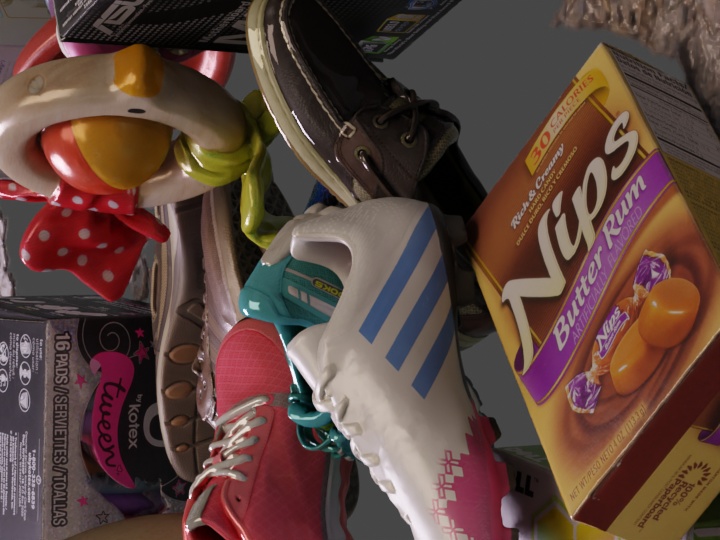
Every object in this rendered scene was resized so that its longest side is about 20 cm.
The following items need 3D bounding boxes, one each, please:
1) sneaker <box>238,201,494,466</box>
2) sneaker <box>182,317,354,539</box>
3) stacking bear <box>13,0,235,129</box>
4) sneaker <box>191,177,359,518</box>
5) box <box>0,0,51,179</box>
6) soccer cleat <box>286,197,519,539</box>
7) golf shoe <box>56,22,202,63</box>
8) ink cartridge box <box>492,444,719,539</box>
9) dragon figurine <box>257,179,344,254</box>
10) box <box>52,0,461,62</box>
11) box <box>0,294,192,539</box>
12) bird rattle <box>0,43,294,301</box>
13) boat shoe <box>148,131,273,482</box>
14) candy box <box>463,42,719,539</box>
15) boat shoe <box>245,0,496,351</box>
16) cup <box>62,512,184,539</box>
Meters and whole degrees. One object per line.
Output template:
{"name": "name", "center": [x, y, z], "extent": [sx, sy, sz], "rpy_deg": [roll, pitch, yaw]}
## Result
{"name": "sneaker", "center": [0.000, 0.060, 1.285], "extent": [0.077, 0.080, 0.201], "rpy_deg": [14, 142, 49]}
{"name": "sneaker", "center": [-0.049, 0.107, 1.312], "extent": [0.074, 0.087, 0.201], "rpy_deg": [-34, 56, 37]}
{"name": "stacking bear", "center": [-0.139, -0.199, 1.537], "extent": [0.114, 0.121, 0.201], "rpy_deg": [-43, 47, 39]}
{"name": "sneaker", "center": [-0.063, 0.046, 1.427], "extent": [0.075, 0.070, 0.201], "rpy_deg": [-19, 80, 33]}
{"name": "box", "center": [-0.246, -0.124, 1.611], "extent": [0.102, 0.199, 0.113], "rpy_deg": [59, 136, 38]}
{"name": "soccer cleat", "center": [0.014, 0.062, 1.177], "extent": [0.070, 0.086, 0.201], "rpy_deg": [107, 156, -62]}
{"name": "golf shoe", "center": [-0.101, -0.160, 1.406], "extent": [0.091, 0.200, 0.076], "rpy_deg": [-6, 120, 44]}
{"name": "ink cartridge box", "center": [0.123, 0.091, 1.162], "extent": [0.148, 0.075, 0.201], "rpy_deg": [16, 106, 56]}
{"name": "dragon figurine", "center": [0.000, 0.000, 1.365], "extent": [0.099, 0.059, 0.201], "rpy_deg": [-39, 58, 51]}
{"name": "box", "center": [-0.021, -0.163, 1.271], "extent": [0.200, 0.192, 0.048], "rpy_deg": [-36, 61, 50]}
{"name": "box", "center": [-0.163, 0.119, 1.569], "extent": [0.132, 0.114, 0.201], "rpy_deg": [9, 99, 55]}
{"name": "bird rattle", "center": [-0.117, -0.066, 1.344], "extent": [0.199, 0.163, 0.113], "rpy_deg": [-5, 65, 33]}
{"name": "boat shoe", "center": [-0.081, 0.016, 1.493], "extent": [0.073, 0.074, 0.201], "rpy_deg": [-151, 64, -74]}
{"name": "candy box", "center": [0.114, 0.008, 1.126], "extent": [0.117, 0.056, 0.200], "rpy_deg": [-54, 28, 24]}
{"name": "boat shoe", "center": [0.020, -0.056, 1.278], "extent": [0.065, 0.073, 0.200], "rpy_deg": [-22, 111, 36]}
{"name": "cup", "center": [-0.085, 0.204, 1.383], "extent": [0.143, 0.199, 0.201], "rpy_deg": [-41, 58, 43]}
